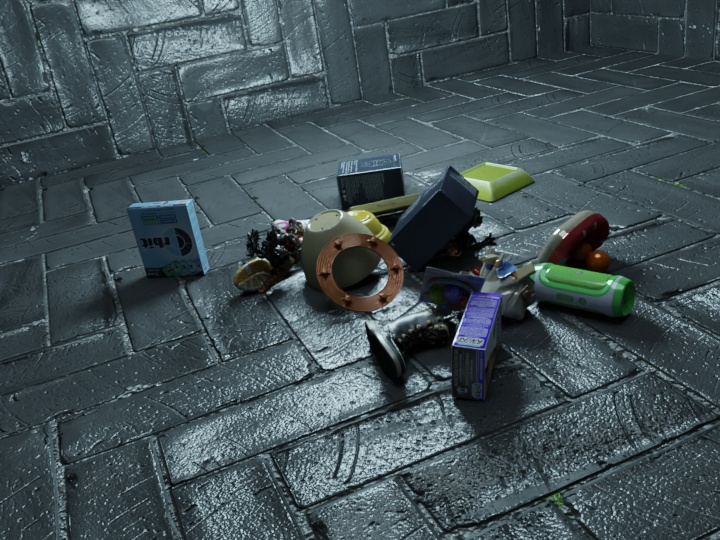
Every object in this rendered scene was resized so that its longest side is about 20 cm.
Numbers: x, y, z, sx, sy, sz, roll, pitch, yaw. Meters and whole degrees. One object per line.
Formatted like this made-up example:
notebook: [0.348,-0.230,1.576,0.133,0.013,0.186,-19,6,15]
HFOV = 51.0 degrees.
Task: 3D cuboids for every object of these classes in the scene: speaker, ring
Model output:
speaker: [0.445,0.038,1.530,0.200,0.089,0.088,12,32,39]
ring: [0.000,0.000,1.697,0.200,0.019,0.201,4,60,-7]

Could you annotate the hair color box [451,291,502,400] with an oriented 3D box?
hair color box: [0.214,0.133,1.373,0.065,0.110,0.200,6,29,19]

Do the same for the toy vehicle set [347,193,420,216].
toy vehicle set: [0.064,-0.176,2.126,0.199,0.027,0.124,-12,-2,-8]

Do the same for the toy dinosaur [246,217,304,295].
toy dinosaur: [-0.197,-0.040,1.823,0.102,0.136,0.200,-20,49,32]

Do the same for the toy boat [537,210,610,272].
toy boat: [0.496,-0.044,1.678,0.131,0.131,0.200,41,48,20]

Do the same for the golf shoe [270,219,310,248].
golf shoe: [-0.163,-0.100,2.032,0.092,0.073,0.200,-43,43,-19]

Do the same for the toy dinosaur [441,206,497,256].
toy dinosaur: [0.252,-0.070,1.851,0.136,0.102,0.200,-25,34,22]

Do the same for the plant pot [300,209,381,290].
plant pot: [-0.063,-0.066,1.815,0.200,0.135,0.201,-17,34,12]

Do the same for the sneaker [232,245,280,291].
sneaker: [-0.246,-0.002,1.894,0.200,0.076,0.088,-33,11,-37]

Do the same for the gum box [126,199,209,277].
gum box: [-0.501,-0.081,1.974,0.169,0.200,0.045,-3,26,14]

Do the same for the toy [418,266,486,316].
toy: [0.177,0.055,1.507,0.115,0.047,0.200,10,-18,4]

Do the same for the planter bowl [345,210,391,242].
planter bowl: [-0.012,-0.106,1.998,0.200,0.084,0.201,-7,25,3]

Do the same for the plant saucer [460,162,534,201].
plant saucer: [0.383,-0.274,2.264,0.199,0.048,0.200,-26,30,-33]

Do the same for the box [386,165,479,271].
box: [0.177,-0.127,1.835,0.200,0.104,0.182,-46,7,30]

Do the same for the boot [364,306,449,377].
boot: [0.099,0.133,1.464,0.150,0.073,0.200,-14,17,-9]

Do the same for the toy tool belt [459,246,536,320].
toy tool belt: [0.294,0.011,1.578,0.125,0.123,0.200,19,14,-23]

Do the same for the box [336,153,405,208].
box: [0.033,-0.277,2.320,0.199,0.107,0.149,-8,24,5]
